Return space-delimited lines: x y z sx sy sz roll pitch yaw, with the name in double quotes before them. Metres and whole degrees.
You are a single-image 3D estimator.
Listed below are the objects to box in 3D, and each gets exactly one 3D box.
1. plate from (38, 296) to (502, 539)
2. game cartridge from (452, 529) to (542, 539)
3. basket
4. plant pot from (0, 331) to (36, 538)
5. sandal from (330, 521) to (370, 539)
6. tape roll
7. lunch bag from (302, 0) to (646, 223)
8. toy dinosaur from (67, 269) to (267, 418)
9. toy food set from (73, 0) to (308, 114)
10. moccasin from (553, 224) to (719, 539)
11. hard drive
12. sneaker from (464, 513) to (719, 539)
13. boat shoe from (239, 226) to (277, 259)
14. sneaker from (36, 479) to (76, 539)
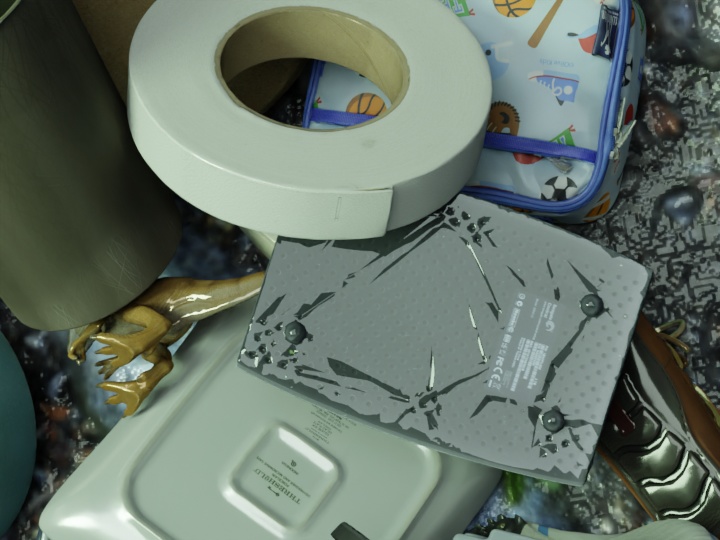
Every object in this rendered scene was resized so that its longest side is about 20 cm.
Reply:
"plate" -0.045 0.121 1.178 0.199 0.032 0.200 34 61 8
"game cartridge" 0.119 0.203 1.092 0.132 0.201 0.042 15 60 20
"basket" -0.189 -0.075 1.143 0.136 0.201 0.180 -39 36 -13
"plant pot" -0.308 0.106 1.230 0.198 0.135 0.202 3 101 14
"sandal" 0.029 0.217 1.122 0.045 0.201 0.075 -35 34 -14
"tape roll" -0.027 -0.097 1.136 0.201 0.037 0.204 5 44 -5
"lunch bag" 0.070 -0.106 1.231 0.199 0.076 0.162 10 84 18
"toy dinosaur" -0.107 0.022 1.186 0.199 0.061 0.107 -11 36 33
"toy food set" -0.110 -0.153 1.234 0.196 0.201 0.049 -13 38 -13
"moccasin" 0.154 0.061 1.179 0.074 0.078 0.202 -45 75 19
"hard drive" 0.046 0.027 1.135 0.199 0.042 0.136 18 90 7
"sneaker" 0.120 0.176 1.147 0.199 0.073 0.072 -6 41 41
"boat shoe" 0.000 0.000 1.232 0.200 0.072 0.060 41 84 17
"sneaker" -0.103 0.123 1.214 0.200 0.108 0.070 -42 72 4
